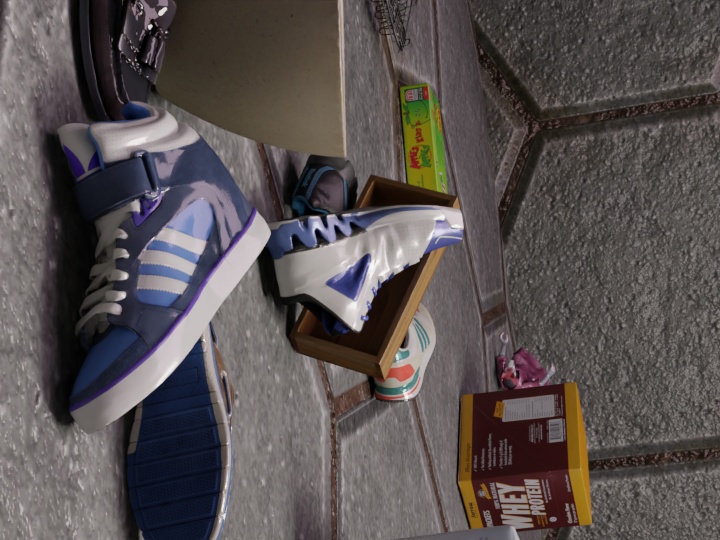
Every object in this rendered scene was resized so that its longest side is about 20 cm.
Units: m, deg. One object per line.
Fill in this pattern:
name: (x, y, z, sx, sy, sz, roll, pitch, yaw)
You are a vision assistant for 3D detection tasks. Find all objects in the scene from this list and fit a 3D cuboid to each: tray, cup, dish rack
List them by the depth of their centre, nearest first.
cup: (-0.083, -0.185, 1.044, 0.200, 0.141, 0.204, -2, 90, -89)
tray: (0.017, 0.004, 1.372, 0.037, 0.097, 0.202, 72, 39, -55)
dish rack: (0.039, -0.416, 2.015, 0.202, 0.054, 0.155, -81, 158, -48)

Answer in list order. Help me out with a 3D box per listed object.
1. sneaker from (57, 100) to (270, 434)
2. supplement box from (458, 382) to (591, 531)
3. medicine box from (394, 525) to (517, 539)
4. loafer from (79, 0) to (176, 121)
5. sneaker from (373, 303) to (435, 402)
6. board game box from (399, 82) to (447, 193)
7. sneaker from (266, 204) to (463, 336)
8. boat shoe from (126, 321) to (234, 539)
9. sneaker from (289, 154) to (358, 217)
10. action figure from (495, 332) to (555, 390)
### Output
sneaker: (-0.155, -0.016, 0.863, 0.147, 0.080, 0.201, 47, 52, -15)
supplement box: (0.270, 0.310, 2.292, 0.199, 0.197, 0.134, -83, 161, -50)
medicine box: (0.066, 0.326, 1.298, 0.183, 0.197, 0.104, 62, 21, -57)
loafer: (-0.153, -0.197, 0.954, 0.072, 0.062, 0.203, 53, 32, -67)
sneaker: (0.051, 0.073, 1.721, 0.201, 0.069, 0.095, -73, 158, -57)
board game box: (0.100, -0.176, 2.158, 0.102, 0.047, 0.203, 44, 41, -72)
sneaker: (-0.001, 0.000, 1.312, 0.080, 0.197, 0.117, -175, -102, -65)
boat shoe: (-0.113, 0.098, 0.941, 0.072, 0.071, 0.203, 51, 34, -70)
sneaker: (-0.029, -0.022, 1.455, 0.082, 0.072, 0.202, -57, 136, -45)
action figure: (0.321, 0.223, 2.909, 0.150, 0.133, 0.199, -57, 159, 14)
